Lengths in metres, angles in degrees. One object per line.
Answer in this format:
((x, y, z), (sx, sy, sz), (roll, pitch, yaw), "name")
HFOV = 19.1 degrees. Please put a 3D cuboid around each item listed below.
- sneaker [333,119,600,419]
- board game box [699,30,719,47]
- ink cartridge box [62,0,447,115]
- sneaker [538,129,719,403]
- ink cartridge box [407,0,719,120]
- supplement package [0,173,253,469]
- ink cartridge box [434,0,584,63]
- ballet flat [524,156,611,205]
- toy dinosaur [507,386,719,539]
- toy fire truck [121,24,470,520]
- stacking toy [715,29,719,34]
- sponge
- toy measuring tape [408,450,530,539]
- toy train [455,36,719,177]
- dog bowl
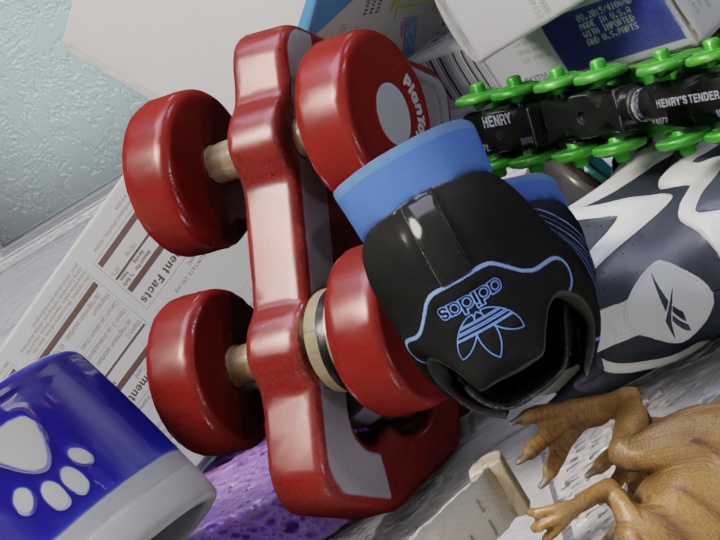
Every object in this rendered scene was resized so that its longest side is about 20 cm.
((0.045, 0.011, 0.704), (0.070, 0.078, 0.200), (-29, -13, 11), "sneaker")
((0.192, -0.071, 0.919), (0.095, 0.030, 0.200), (-32, 25, 1), "board game box")
((-0.021, -0.149, 1.018), (0.200, 0.125, 0.129), (-22, -44, -56), "ink cartridge box")
((0.098, -0.004, 0.873), (0.129, 0.080, 0.199), (-23, 20, -1), "sneaker")
((0.139, -0.150, 0.966), (0.200, 0.043, 0.196), (-44, 15, -28), "ink cartridge box")
((-0.086, 0.020, 1.044), (0.200, 0.111, 0.156), (-51, 0, 26), "supplement package")
((0.130, -0.175, 0.891), (0.199, 0.057, 0.163), (-24, 17, 23), "ink cartridge box")
((0.102, -0.027, 1.070), (0.069, 0.070, 0.200), (-30, 6, 6), "ballet flat")
((0.110, 0.054, 0.664), (0.200, 0.061, 0.106), (-47, 28, -24), "toy dinosaur")
((0.000, 0.000, 0.876), (0.111, 0.202, 0.167), (-16, -15, 31), "toy fire truck")
((0.232, -0.120, 1.047), (0.198, 0.111, 0.116), (-16, 13, 21), "stacking toy")
((-0.020, 0.078, 0.984), (0.111, 0.030, 0.200), (-26, 11, 30), "sponge")
((-0.025, 0.122, 0.665), (0.073, 0.074, 0.200), (-20, 15, 48), "toy measuring tape")
((0.106, -0.066, 0.846), (0.056, 0.042, 0.200), (-20, 8, -27), "toy train")
((-0.150, 0.126, 0.805), (0.200, 0.079, 0.200), (-45, -6, -6), "dog bowl")
